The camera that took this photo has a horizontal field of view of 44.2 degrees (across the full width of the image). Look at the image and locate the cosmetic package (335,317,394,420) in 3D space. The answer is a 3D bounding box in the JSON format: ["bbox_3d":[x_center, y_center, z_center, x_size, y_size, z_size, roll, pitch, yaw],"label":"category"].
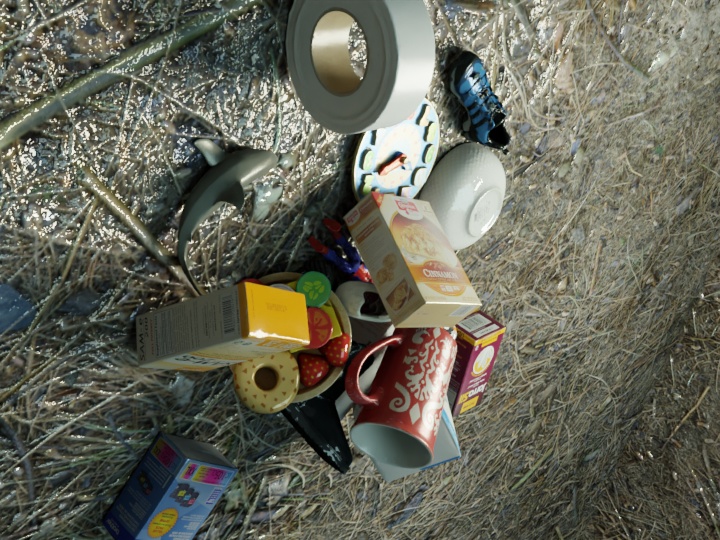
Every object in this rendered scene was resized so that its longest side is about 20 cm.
[{"bbox_3d":[-0.026,0.146,1.505,0.200,0.113,0.081,-50,145,-13],"label":"cosmetic package"}]

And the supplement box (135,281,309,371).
[{"bbox_3d":[-0.184,0.080,1.177,0.126,0.199,0.074,14,65,-54],"label":"supplement box"}]

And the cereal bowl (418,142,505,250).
[{"bbox_3d":[0.194,-0.121,1.586,0.200,0.083,0.201,-33,141,-32],"label":"cereal bowl"}]

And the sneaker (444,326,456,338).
[{"bbox_3d":[0.085,0.142,1.688,0.200,0.077,0.112,-46,131,-7],"label":"sneaker"}]

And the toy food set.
[{"bbox_3d":[-0.111,0.098,1.313,0.199,0.199,0.049,-20,178,-9],"label":"toy food set"}]

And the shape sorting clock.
[{"bbox_3d":[0.060,-0.181,1.405,0.199,0.039,0.201,-32,140,-32],"label":"shape sorting clock"}]

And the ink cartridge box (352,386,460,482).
[{"bbox_3d":[0.073,0.232,1.559,0.146,0.201,0.145,-21,127,9],"label":"ink cartridge box"}]

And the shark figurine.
[{"bbox_3d":[-0.185,-0.077,1.144,0.215,0.089,0.128,-57,145,-2],"label":"shark figurine"}]

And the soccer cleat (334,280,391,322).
[{"bbox_3d":[0.052,0.056,1.402,0.199,0.086,0.070,2,106,-34],"label":"soccer cleat"}]

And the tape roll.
[{"bbox_3d":[-0.004,-0.275,1.104,0.071,0.202,0.204,-19,132,-41],"label":"tape roll"}]

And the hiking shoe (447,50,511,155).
[{"bbox_3d":[0.205,-0.279,1.463,0.074,0.087,0.200,-48,145,-12],"label":"hiking shoe"}]

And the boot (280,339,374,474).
[{"bbox_3d":[-0.034,0.197,1.396,0.168,0.076,0.201,-43,107,-18],"label":"boot"}]

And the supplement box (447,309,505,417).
[{"bbox_3d":[0.219,0.196,1.874,0.110,0.085,0.201,-18,131,-43],"label":"supplement box"}]

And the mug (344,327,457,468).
[{"bbox_3d":[0.071,0.175,1.373,0.178,0.132,0.201,68,35,-46],"label":"mug"}]

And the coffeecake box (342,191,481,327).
[{"bbox_3d":[0.080,-0.015,1.378,0.073,0.201,0.153,-40,153,32],"label":"coffeecake box"}]

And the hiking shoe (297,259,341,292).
[{"bbox_3d":[-0.093,0.087,1.401,0.200,0.076,0.101,-54,143,-6],"label":"hiking shoe"}]

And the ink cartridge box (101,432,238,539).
[{"bbox_3d":[-0.301,0.362,1.371,0.201,0.076,0.136,-55,146,1],"label":"ink cartridge box"}]

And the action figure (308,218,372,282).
[{"bbox_3d":[0.000,0.000,1.432,0.065,0.099,0.200,-50,148,-4],"label":"action figure"}]
